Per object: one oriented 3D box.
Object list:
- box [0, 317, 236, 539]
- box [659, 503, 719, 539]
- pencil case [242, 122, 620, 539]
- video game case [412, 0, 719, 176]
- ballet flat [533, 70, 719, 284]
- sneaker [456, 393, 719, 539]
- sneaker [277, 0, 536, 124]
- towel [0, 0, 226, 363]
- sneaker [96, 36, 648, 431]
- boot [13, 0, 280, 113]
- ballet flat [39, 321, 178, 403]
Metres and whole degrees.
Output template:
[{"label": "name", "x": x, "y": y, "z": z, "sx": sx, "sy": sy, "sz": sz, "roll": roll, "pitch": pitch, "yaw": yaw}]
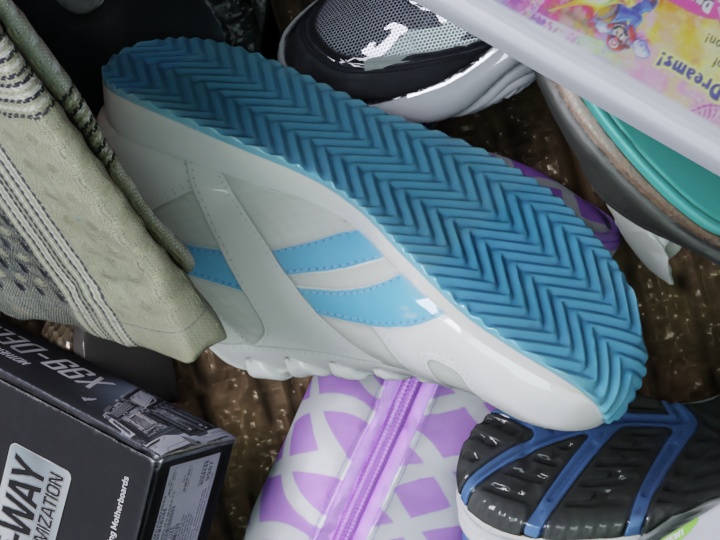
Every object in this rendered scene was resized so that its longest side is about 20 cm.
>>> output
[{"label": "box", "x": -0.140, "y": 0.119, "z": 0.829, "sx": 0.157, "sy": 0.050, "sz": 0.200, "roll": 25, "pitch": 108, "yaw": 26}, {"label": "box", "x": 0.114, "y": 0.156, "z": 0.793, "sx": 0.200, "sy": 0.041, "sz": 0.156, "roll": -35, "pitch": 129, "yaw": 25}, {"label": "pencil case", "x": 0.020, "y": 0.051, "z": 0.824, "sx": 0.084, "sy": 0.086, "sz": 0.200, "roll": 23, "pitch": 102, "yaw": 3}, {"label": "video game case", "x": 0.138, "y": -0.112, "z": 0.685, "sx": 0.200, "sy": 0.024, "sz": 0.182, "roll": 29, "pitch": 83, "yaw": -9}, {"label": "ballet flat", "x": 0.128, "y": -0.017, "z": 0.777, "sx": 0.200, "sy": 0.068, "sz": 0.068, "roll": 33, "pitch": 57, "yaw": -7}, {"label": "sneaker", "x": 0.129, "y": 0.082, "z": 0.805, "sx": 0.199, "sy": 0.076, "sz": 0.077, "roll": 1, "pitch": 136, "yaw": -4}, {"label": "sneaker", "x": 0.051, "y": -0.128, "z": 0.769, "sx": 0.200, "sy": 0.114, "sz": 0.076, "roll": -26, "pitch": 52, "yaw": 3}, {"label": "towel", "x": -0.139, "y": -0.063, "z": 0.685, "sx": 0.035, "sy": 0.192, "sz": 0.200, "roll": -48, "pitch": 126, "yaw": -26}, {"label": "sneaker", "x": 0.000, "y": 0.000, "z": 0.753, "sx": 0.200, "sy": 0.076, "sz": 0.081, "roll": 30, "pitch": 125, "yaw": 22}, {"label": "boot", "x": -0.117, "y": -0.067, "z": 0.820, "sx": 0.168, "sy": 0.076, "sz": 0.201, "roll": 19, "pitch": 95, "yaw": 6}, {"label": "ballet flat", "x": -0.088, "y": 0.103, "z": 0.861, "sx": 0.046, "sy": 0.067, "sz": 0.201, "roll": -3, "pitch": 101, "yaw": 39}]
